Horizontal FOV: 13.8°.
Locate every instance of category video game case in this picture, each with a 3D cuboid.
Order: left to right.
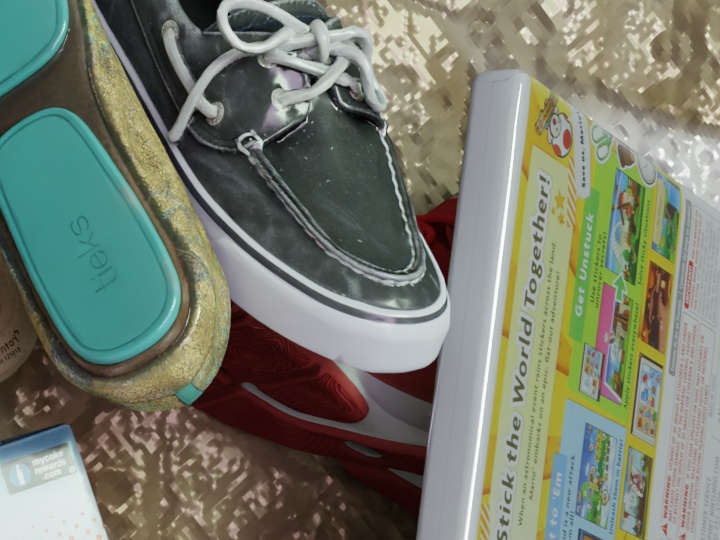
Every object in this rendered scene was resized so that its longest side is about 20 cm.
[{"bbox_3d":[0.078,0.058,0.982,0.182,0.023,0.201,29,63,-52],"label":"video game case"}]

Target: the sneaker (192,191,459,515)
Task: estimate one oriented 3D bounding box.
[{"bbox_3d":[0.000,0.000,0.988,0.200,0.078,0.116,35,60,-30],"label":"sneaker"}]

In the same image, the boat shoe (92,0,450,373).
[{"bbox_3d":[-0.027,-0.055,0.917,0.073,0.068,0.200,-1,44,-34],"label":"boat shoe"}]

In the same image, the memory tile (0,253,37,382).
[{"bbox_3d":[-0.199,0.018,0.847,0.153,0.017,0.200,49,63,-5],"label":"memory tile"}]

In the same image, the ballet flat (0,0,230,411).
[{"bbox_3d":[-0.093,-0.043,0.891,0.071,0.071,0.200,-15,63,-27],"label":"ballet flat"}]

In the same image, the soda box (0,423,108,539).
[{"bbox_3d":[-0.173,0.108,0.881,0.200,0.064,0.069,-17,88,-27],"label":"soda box"}]
